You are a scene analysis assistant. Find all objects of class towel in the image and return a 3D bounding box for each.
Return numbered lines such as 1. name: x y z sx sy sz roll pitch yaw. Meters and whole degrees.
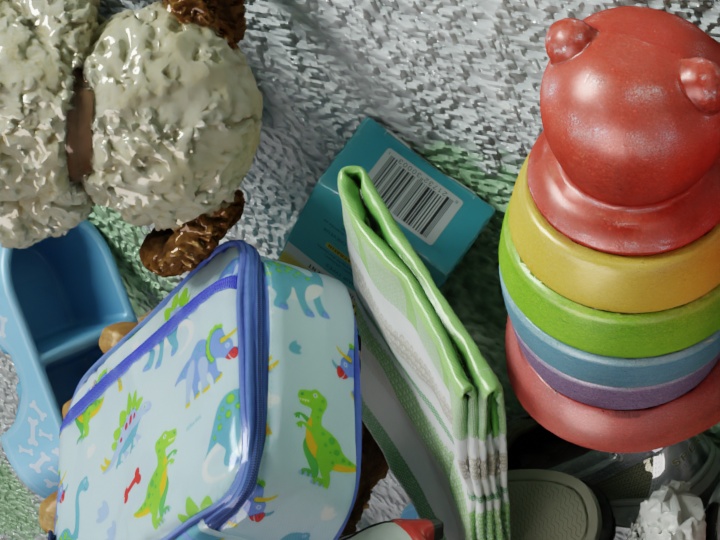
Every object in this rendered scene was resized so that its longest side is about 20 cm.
1. towel: 0.026 0.060 1.002 0.149 0.031 0.200 57 166 33

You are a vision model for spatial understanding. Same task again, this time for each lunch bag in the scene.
1. lunch bag: -0.082 0.088 1.032 0.082 0.161 0.200 21 142 -28

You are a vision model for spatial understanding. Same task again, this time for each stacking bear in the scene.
1. stacking bear: 0.113 -0.025 0.849 0.121 0.114 0.200 25 147 23

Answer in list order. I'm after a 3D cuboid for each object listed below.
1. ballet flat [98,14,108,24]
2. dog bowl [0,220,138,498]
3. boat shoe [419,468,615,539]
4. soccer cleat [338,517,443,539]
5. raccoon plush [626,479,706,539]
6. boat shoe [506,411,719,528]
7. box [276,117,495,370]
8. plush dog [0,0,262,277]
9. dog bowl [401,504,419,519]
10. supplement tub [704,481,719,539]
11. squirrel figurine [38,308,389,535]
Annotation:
1. ballet flat: -0.141 -0.118 1.084 0.200 0.069 0.069 30 153 10
2. dog bowl: -0.188 0.049 1.309 0.050 0.111 0.200 -18 94 42
3. boat shoe: 0.070 0.157 1.106 0.068 0.072 0.200 9 150 -36
4. soccer cleat: -0.017 0.171 1.060 0.200 0.085 0.069 138 118 -65
5. raccoon plush: 0.089 0.172 1.006 0.134 0.097 0.200 -3 122 -3
6. boat shoe: 0.105 0.100 1.112 0.202 0.074 0.065 -6 125 49
7. box: 0.000 0.000 1.101 0.082 0.049 0.200 36 153 3
8. plush dog: -0.130 -0.082 0.979 0.172 0.160 0.200 6 111 7
9. dog bowl: 0.094 0.235 1.345 0.200 0.050 0.111 42 153 -11
10. supplement tub: 0.217 0.174 1.031 0.123 0.123 0.200 30 153 15
11. squirrel figurine: -0.079 0.103 1.237 0.200 0.142 0.187 20 -176 -6
